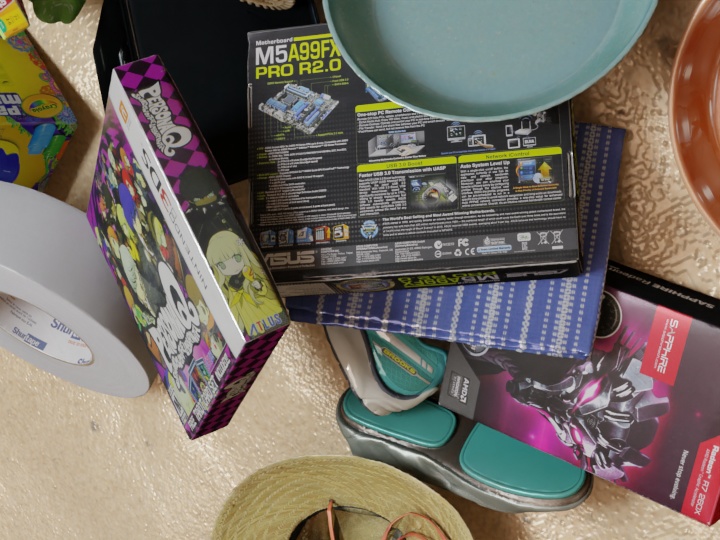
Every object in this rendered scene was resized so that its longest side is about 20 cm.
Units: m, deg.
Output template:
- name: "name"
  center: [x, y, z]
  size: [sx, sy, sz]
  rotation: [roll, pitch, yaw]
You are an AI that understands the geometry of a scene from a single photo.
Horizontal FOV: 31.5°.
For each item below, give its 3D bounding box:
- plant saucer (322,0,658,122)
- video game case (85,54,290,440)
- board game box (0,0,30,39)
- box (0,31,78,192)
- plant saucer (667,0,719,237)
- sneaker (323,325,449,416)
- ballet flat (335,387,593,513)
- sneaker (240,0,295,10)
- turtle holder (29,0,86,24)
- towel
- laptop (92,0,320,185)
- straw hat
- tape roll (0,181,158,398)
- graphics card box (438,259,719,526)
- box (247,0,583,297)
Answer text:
- name: "plant saucer"
  center: [0.077, -0.170, 0.736]
  size: [0.197, 0.036, 0.203]
  rotation: [-5, 69, 13]
- name: "video game case"
  center: [-0.116, -0.005, 0.801]
  size: [0.183, 0.035, 0.200]
  rotation: [63, 155, 13]
- name: "board game box"
  center: [-0.286, -0.243, 0.946]
  size: [0.096, 0.030, 0.200]
  rotation: [65, 171, -30]
- name: "box"
  center: [-0.365, -0.089, 1.009]
  size: [0.123, 0.199, 0.193]
  rotation: [55, 128, 23]
- name: "plant saucer"
  center: [0.265, -0.087, 0.687]
  size: [0.198, 0.032, 0.203]
  rotation: [12, 112, 32]
- name: "sneaker"
  center: [0.000, 0.000, 0.887]
  size: [0.079, 0.078, 0.202]
  rotation: [-27, 81, 4]
- name: "ballet flat"
  center: [0.072, 0.128, 0.881]
  size: [0.198, 0.068, 0.064]
  rotation: [17, 142, 31]
- name: "sneaker"
  center: [-0.118, -0.256, 0.821]
  size: [0.070, 0.198, 0.110]
  rotation: [170, 120, -72]
- name: "turtle holder"
  center: [-0.214, -0.282, 0.891]
  size: [0.141, 0.131, 0.186]
  rotation: [48, 141, 4]
- name: "towel"
  center: [0.055, -0.027, 0.786]
  size: [0.197, 0.024, 0.147]
  rotation: [7, 81, 15]
- name: "laptop"
  center: [-0.110, -0.129, 0.914]
  size: [0.200, 0.114, 0.190]
  rotation: [132, 127, -63]
- name: "straw hat"
  center: [-0.002, 0.199, 0.924]
  size: [0.198, 0.085, 0.204]
  rotation: [5, 111, 13]
- name: "tape roll"
  center: [-0.235, 0.017, 0.979]
  size: [0.198, 0.067, 0.201]
  rotation: [21, 155, 10]
- name: "graphics card box"
  center: [0.152, 0.060, 0.801]
  size: [0.198, 0.051, 0.127]
  rotation: [23, 116, 28]
- name: "box"
  center: [0.031, -0.072, 0.766]
  size: [0.197, 0.044, 0.163]
  rotation: [-5, 77, 12]
